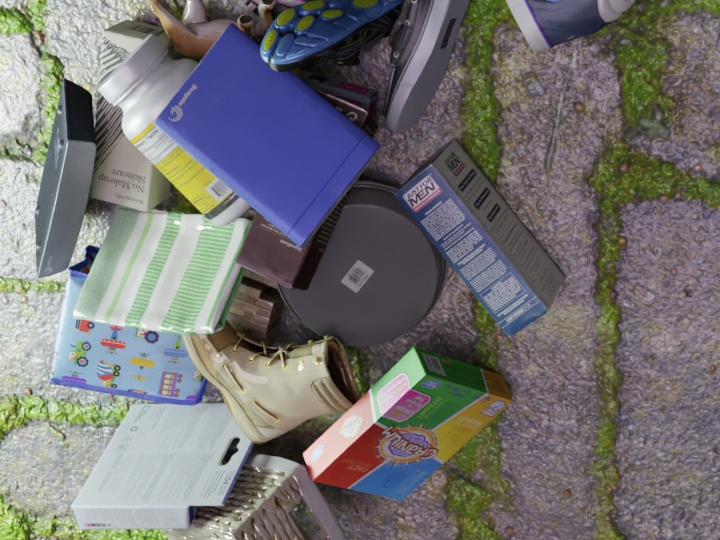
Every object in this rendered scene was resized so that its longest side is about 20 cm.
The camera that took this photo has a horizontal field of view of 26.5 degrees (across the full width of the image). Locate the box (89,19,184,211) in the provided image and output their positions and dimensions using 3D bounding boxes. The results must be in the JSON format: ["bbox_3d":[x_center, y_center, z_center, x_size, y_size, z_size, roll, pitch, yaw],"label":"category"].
[{"bbox_3d":[-0.255,-0.177,1.742,0.081,0.068,0.202,13,112,12],"label":"box"}]

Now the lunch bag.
[{"bbox_3d":[-0.258,0.077,1.835,0.198,0.094,0.152,15,111,1],"label":"lunch bag"}]

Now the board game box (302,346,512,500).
[{"bbox_3d":[0.054,0.178,1.738,0.200,0.152,0.041,-46,47,26],"label":"board game box"}]

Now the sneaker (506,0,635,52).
[{"bbox_3d":[0.201,-0.335,1.540,0.145,0.081,0.202,-24,97,16],"label":"sneaker"}]

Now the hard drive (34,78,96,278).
[{"bbox_3d":[-0.341,-0.103,1.759,0.042,0.136,0.201,7,129,-19],"label":"hard drive"}]

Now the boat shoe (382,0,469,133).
[{"bbox_3d":[0.063,-0.245,1.623,0.056,0.068,0.202,32,114,21],"label":"boat shoe"}]

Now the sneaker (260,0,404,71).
[{"bbox_3d":[-0.024,-0.241,1.579,0.070,0.199,0.083,31,131,25],"label":"sneaker"}]

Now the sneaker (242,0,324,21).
[{"bbox_3d":[-0.102,-0.304,1.642,0.198,0.080,0.087,14,115,13],"label":"sneaker"}]

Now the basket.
[{"bbox_3d":[-0.131,0.304,1.794,0.199,0.123,0.136,1,126,54],"label":"basket"}]

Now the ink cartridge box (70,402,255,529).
[{"bbox_3d":[-0.215,0.229,1.808,0.198,0.197,0.044,-2,122,19],"label":"ink cartridge box"}]

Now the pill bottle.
[{"bbox_3d":[-0.183,-0.153,1.647,0.112,0.113,0.200,-37,105,25],"label":"pill bottle"}]

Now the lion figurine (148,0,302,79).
[{"bbox_3d":[-0.146,-0.247,1.645,0.199,0.073,0.123,27,147,20],"label":"lion figurine"}]

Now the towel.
[{"bbox_3d":[-0.219,-0.003,1.726,0.198,0.154,0.023,7,155,28],"label":"towel"}]

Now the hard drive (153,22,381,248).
[{"bbox_3d":[-0.096,-0.138,1.560,0.199,0.025,0.132,39,92,5],"label":"hard drive"}]

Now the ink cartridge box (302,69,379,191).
[{"bbox_3d":[-0.088,-0.167,1.710,0.198,0.042,0.121,18,113,13],"label":"ink cartridge box"}]

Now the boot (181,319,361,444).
[{"bbox_3d":[-0.102,0.095,1.723,0.154,0.073,0.201,-20,110,29],"label":"boot"}]

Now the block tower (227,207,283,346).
[{"bbox_3d":[-0.115,0.012,1.776,0.057,0.054,0.202,19,113,9],"label":"block tower"}]

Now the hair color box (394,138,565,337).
[{"bbox_3d":[0.131,-0.036,1.653,0.060,0.100,0.201,-36,95,27],"label":"hair color box"}]

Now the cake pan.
[{"bbox_3d":[0.000,0.000,1.714,0.198,0.037,0.202,0,114,1],"label":"cake pan"}]

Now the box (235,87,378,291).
[{"bbox_3d":[-0.055,-0.083,1.619,0.074,0.100,0.202,22,90,8],"label":"box"}]
